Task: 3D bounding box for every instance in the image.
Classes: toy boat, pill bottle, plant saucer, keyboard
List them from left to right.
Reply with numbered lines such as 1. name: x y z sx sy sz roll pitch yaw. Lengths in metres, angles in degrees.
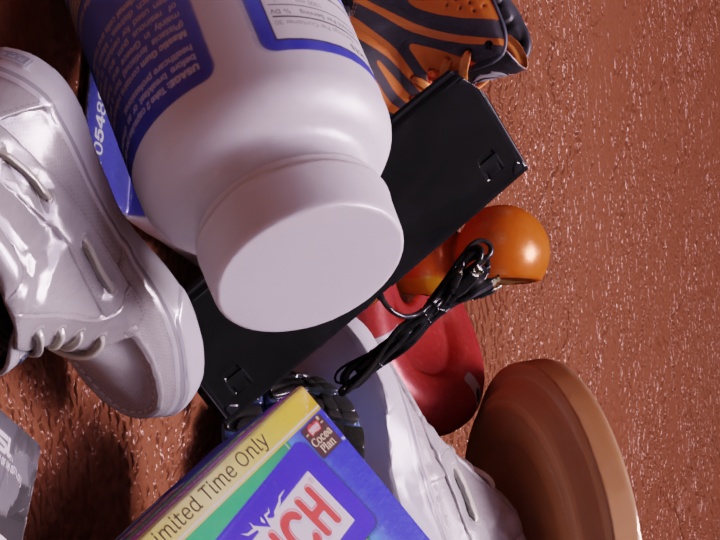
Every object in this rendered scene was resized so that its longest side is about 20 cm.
1. pill bottle: -0.052 -0.076 1.154 0.201 0.112 0.112 68 7 33
2. keyboard: 0.000 0.000 1.340 0.200 0.021 0.127 -39 129 -6
3. toy boat: 0.040 -0.006 1.486 0.131 0.130 0.201 -53 138 -59
4. plant saucer: 0.099 0.149 1.488 0.200 0.032 0.202 174 -90 -71

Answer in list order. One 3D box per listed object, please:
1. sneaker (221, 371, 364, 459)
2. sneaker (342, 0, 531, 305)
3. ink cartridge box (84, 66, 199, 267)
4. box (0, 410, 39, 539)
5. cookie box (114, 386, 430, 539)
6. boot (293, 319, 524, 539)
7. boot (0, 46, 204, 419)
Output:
1. sneaker: -0.034 0.136 1.347 0.079 0.075 0.201 118 -31 -49
2. sneaker: 0.027 -0.080 1.366 0.078 0.111 0.201 -7 97 -75
3. ink cartridge box: -0.069 -0.105 1.322 0.200 0.040 0.201 35 57 -66
4. box: -0.189 0.097 0.970 0.200 0.049 0.159 54 41 -57
5. cookie box: -0.026 0.179 1.190 0.200 0.075 0.171 50 45 -2
6. boot: 0.027 0.113 1.438 0.095 0.073 0.201 -11 81 -56
7. boot: -0.133 0.012 1.122 0.096 0.073 0.201 -62 140 -38
